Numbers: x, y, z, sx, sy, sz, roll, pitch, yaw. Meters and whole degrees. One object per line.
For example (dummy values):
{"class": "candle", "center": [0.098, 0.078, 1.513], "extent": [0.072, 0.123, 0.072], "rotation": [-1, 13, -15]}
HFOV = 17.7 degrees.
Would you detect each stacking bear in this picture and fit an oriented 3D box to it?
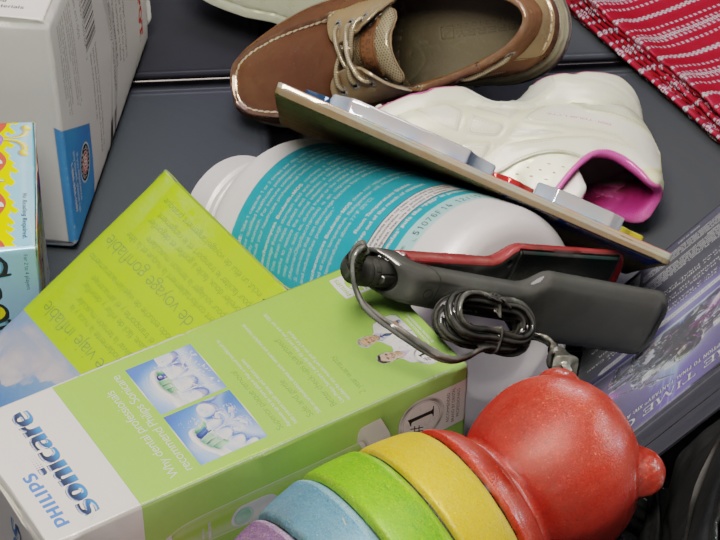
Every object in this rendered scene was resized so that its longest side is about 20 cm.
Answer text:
{"class": "stacking bear", "center": [0.028, 0.115, 0.923], "extent": [0.199, 0.114, 0.121], "rotation": [-33, 49, -20]}

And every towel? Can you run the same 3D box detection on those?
{"class": "towel", "center": [0.233, -0.134, 1.371], "extent": [0.144, 0.023, 0.200], "rotation": [-20, 45, -24]}

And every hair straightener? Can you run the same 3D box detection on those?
{"class": "hair straightener", "center": [0.068, 0.014, 0.995], "extent": [0.199, 0.041, 0.077], "rotation": [11, 26, -47]}

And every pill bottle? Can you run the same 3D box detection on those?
{"class": "pill bottle", "center": [0.000, 0.000, 1.124], "extent": [0.110, 0.112, 0.199], "rotation": [-31, 35, -32]}

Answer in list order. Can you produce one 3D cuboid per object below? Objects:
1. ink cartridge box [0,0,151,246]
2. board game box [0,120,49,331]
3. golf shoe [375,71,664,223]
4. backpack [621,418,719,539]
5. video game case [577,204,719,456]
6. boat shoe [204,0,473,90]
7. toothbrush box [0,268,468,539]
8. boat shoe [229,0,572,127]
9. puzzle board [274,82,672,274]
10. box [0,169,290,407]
{"class": "ink cartridge box", "center": [-0.178, -0.133, 1.266], "extent": [0.085, 0.147, 0.201], "rotation": [3, 40, 6]}
{"class": "board game box", "center": [-0.256, 0.001, 1.140], "extent": [0.198, 0.105, 0.103], "rotation": [-3, 40, -6]}
{"class": "golf shoe", "center": [0.071, -0.051, 1.234], "extent": [0.198, 0.076, 0.092], "rotation": [-13, 45, -14]}
{"class": "backpack", "center": [0.171, 0.137, 0.901], "extent": [0.126, 0.167, 0.201], "rotation": [25, 45, -4]}
{"class": "video game case", "center": [0.154, 0.024, 1.071], "extent": [0.019, 0.143, 0.200], "rotation": [44, 24, -10]}
{"class": "boat shoe", "center": [-0.010, -0.160, 1.358], "extent": [0.201, 0.073, 0.060], "rotation": [28, 30, 17]}
{"class": "toothbrush box", "center": [-0.059, 0.104, 0.991], "extent": [0.199, 0.146, 0.086], "rotation": [-24, 46, -25]}
{"class": "boat shoe", "center": [0.014, -0.125, 1.272], "extent": [0.198, 0.076, 0.072], "rotation": [-14, -3, 19]}
{"class": "puzzle board", "center": [0.053, -0.046, 1.131], "extent": [0.199, 0.018, 0.151], "rotation": [23, -2, 0]}
{"class": "box", "center": [-0.122, 0.061, 1.066], "extent": [0.200, 0.048, 0.122], "rotation": [-44, 51, -5]}
